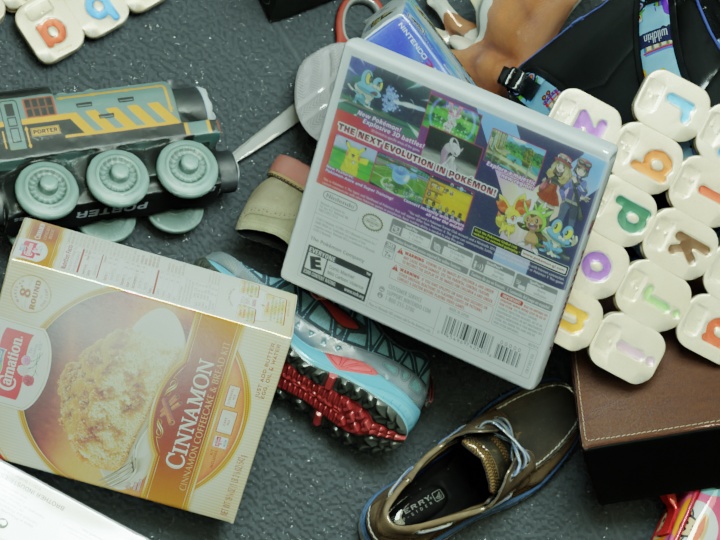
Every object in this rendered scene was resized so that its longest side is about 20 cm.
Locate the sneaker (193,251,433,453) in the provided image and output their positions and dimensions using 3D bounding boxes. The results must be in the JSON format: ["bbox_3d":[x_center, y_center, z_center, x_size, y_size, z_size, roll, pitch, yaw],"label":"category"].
[{"bbox_3d":[-0.035,0.048,1.723,0.200,0.079,0.096,37,47,4],"label":"sneaker"}]

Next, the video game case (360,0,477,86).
[{"bbox_3d":[0.075,-0.103,1.697,0.045,0.181,0.200,-36,98,7],"label":"video game case"}]

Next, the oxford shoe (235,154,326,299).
[{"bbox_3d":[0.000,0.000,1.689,0.200,0.071,0.075,34,77,20],"label":"oxford shoe"}]

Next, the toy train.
[{"bbox_3d":[-0.189,-0.082,1.714,0.199,0.085,0.115,-10,67,-19],"label":"toy train"}]

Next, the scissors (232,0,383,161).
[{"bbox_3d":[-0.026,-0.130,1.795,0.073,0.014,0.200,37,70,-1],"label":"scissors"}]

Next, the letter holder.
[{"bbox_3d":[0.253,0.070,1.684,0.199,0.101,0.143,-10,59,9],"label":"letter holder"}]

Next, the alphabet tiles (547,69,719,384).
[{"bbox_3d":[0.197,-0.030,1.617,0.195,0.015,0.201,27,91,-5],"label":"alphabet tiles"}]

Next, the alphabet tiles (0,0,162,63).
[{"bbox_3d":[-0.240,-0.261,1.786,0.199,0.015,0.196,-32,82,-17],"label":"alphabet tiles"}]

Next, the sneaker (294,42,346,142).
[{"bbox_3d":[0.018,-0.075,1.753,0.077,0.112,0.200,-29,53,-1],"label":"sneaker"}]

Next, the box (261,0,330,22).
[{"bbox_3d":[-0.013,-0.294,1.746,0.148,0.200,0.125,-21,80,-16],"label":"box"}]

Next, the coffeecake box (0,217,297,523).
[{"bbox_3d":[-0.161,0.070,1.641,0.199,0.073,0.154,16,114,-5],"label":"coffeecake box"}]

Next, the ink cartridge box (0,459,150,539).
[{"bbox_3d":[-0.249,0.245,1.614,0.136,0.076,0.201,28,70,-1],"label":"ink cartridge box"}]

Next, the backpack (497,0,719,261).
[{"bbox_3d":[0.223,-0.101,1.724,0.182,0.134,0.201,-38,57,24],"label":"backpack"}]

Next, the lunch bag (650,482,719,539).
[{"bbox_3d":[0.296,0.177,1.731,0.176,0.082,0.201,29,72,-1],"label":"lunch bag"}]

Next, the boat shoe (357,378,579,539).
[{"bbox_3d":[0.090,0.143,1.707,0.200,0.072,0.072,-37,83,-18],"label":"boat shoe"}]

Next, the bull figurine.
[{"bbox_3d":[0.119,-0.216,1.773,0.121,0.065,0.201,30,114,2],"label":"bull figurine"}]

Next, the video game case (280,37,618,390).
[{"bbox_3d":[0.057,-0.038,1.598,0.199,0.023,0.183,24,115,16],"label":"video game case"}]
